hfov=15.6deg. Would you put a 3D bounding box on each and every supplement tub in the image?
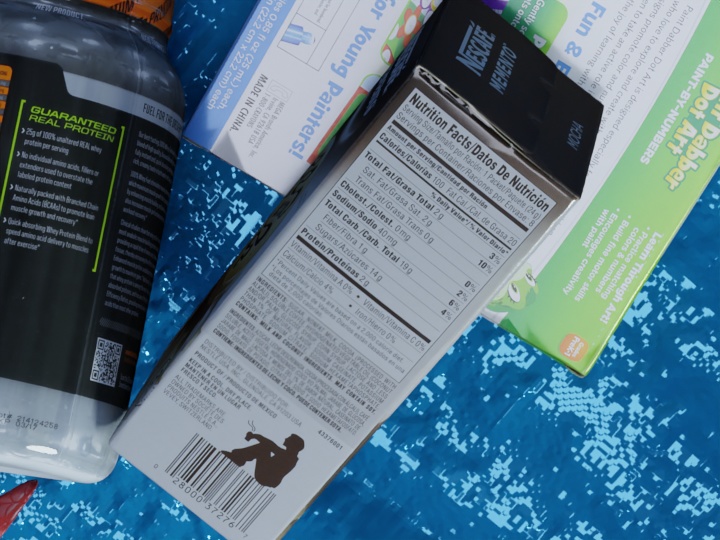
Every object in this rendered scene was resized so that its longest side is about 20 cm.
[{"bbox_3d":[-0.139,-0.023,1.048,0.122,0.123,0.201,11,82,4],"label":"supplement tub"}]

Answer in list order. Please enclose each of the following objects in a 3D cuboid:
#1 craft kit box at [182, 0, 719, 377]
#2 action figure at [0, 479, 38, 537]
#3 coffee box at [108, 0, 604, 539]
[{"bbox_3d":[0.060,-0.091,1.071,0.197,0.049,0.201,32,105,1],"label":"craft kit box"},{"bbox_3d":[-0.229,0.045,1.115,0.200,0.052,0.065,40,138,-9],"label":"action figure"},{"bbox_3d":[0.000,0.000,1.020,0.080,0.113,0.200,38,112,-5],"label":"coffee box"}]
